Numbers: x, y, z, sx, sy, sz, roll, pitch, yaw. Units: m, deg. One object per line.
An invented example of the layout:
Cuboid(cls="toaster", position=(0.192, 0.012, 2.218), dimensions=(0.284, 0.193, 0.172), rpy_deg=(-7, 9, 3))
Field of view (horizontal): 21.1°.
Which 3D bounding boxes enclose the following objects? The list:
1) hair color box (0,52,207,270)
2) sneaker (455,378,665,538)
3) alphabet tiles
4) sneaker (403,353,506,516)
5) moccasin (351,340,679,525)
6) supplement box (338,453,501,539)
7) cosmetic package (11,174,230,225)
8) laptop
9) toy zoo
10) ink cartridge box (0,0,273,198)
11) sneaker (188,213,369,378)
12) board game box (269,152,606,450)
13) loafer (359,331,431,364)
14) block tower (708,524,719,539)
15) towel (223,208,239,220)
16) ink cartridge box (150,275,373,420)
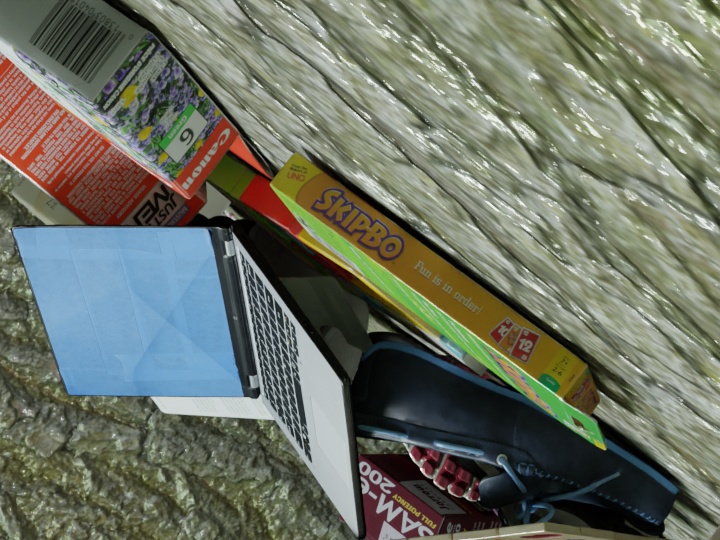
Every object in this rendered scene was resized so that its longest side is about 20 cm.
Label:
Cuboid(cls="hair color box", position=(-0.186, -0.101, 1.162), dimensions=(0.200, 0.064, 0.111), rpy_deg=(41, -166, -20))
Cuboid(cls="sneaker", position=(0.110, 0.146, 1.237), dimensions=(0.079, 0.074, 0.200), rpy_deg=(-29, 122, 35))
Cuboid(cls="alphabet tiles", position=(0.081, 0.170, 1.164), dimensions=(0.199, 0.008, 0.166), rpy_deg=(-13, 162, 40))
Cuboid(cls="sneaker", position=(0.091, 0.126, 1.314), dimensions=(0.200, 0.081, 0.075), rpy_deg=(40, 176, -23))
Cuboid(cls="moccasin", position=(0.085, 0.109, 1.127), dimensions=(0.199, 0.069, 0.080), rpy_deg=(23, 171, 14))
Cuboid(cls="supplement box", position=(0.095, 0.190, 1.500), dimensions=(0.199, 0.061, 0.109), rpy_deg=(4, -161, -42))
Cuboid(cls="cosmetic package", position=(-0.183, -0.057, 1.465), dimensions=(0.073, 0.104, 0.200), rpy_deg=(41, 173, -29))
Cuboid(cls="laptop", position=(-0.098, 0.069, 1.153), dimensions=(0.200, 0.115, 0.188), rpy_deg=(52, 163, 31))
Cuboid(cls="toy zoo", position=(0.000, 0.000, 1.130), dimensions=(0.200, 0.021, 0.131), rpy_deg=(32, 174, 45))
Cuboid(cls="ink cartridge box", position=(-0.128, -0.094, 1.041), dimensions=(0.109, 0.051, 0.200), rpy_deg=(35, 174, 24))
Cuboid(cls="sneaker", position=(-0.070, 0.016, 1.341), dimensions=(0.113, 0.076, 0.200), rpy_deg=(14, 158, 26))
Cuboid(cls="board game box", position=(0.046, 0.017, 0.966), dimensions=(0.200, 0.030, 0.096), rpy_deg=(39, 176, 17))
Cuboid(cls="loafer", position=(0.062, 0.114, 1.451), dimensions=(0.199, 0.072, 0.073), rpy_deg=(34, 174, 35))
Cuboid(cls="block tower", position=(0.271, 0.228, 1.106), dimensions=(0.199, 0.058, 0.054), rpy_deg=(38, 174, 13))
Cuboid(cls="towel", position=(-0.058, 0.033, 1.509), dimensions=(0.147, 0.030, 0.200), rpy_deg=(57, 172, -36))
Cuboid(cls="ink cartridge box", position=(-0.073, 0.035, 1.246), dimensions=(0.198, 0.048, 0.161), rpy_deg=(0, 142, 26))
